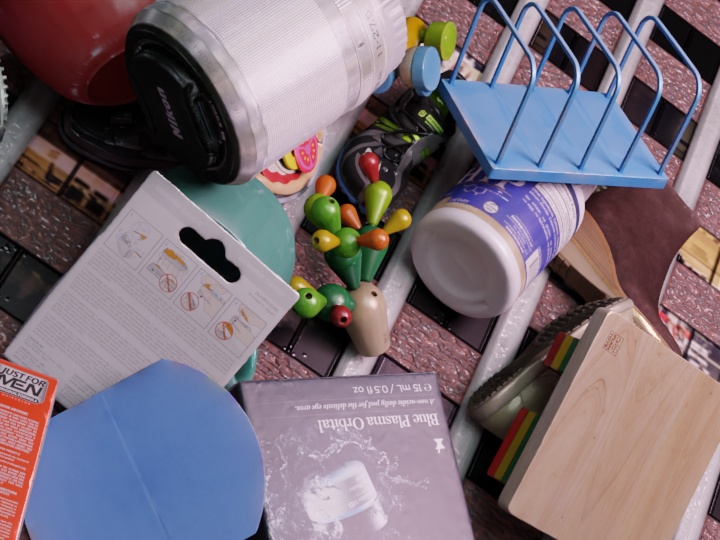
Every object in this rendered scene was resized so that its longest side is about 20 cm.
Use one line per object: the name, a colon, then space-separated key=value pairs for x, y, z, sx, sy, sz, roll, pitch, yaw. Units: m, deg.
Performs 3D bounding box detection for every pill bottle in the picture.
pill bottle: x=0.148 y=-0.057 z=1.683 sx=0.120 sy=0.120 sz=0.200 roll=46 pitch=51 yaw=-1

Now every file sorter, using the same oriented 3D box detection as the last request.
file sorter: x=0.202 y=-0.171 z=1.641 sx=0.198 sy=0.123 sz=0.139 roll=2 pitch=41 yaw=-26

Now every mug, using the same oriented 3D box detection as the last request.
mug: x=-0.136 y=-0.003 z=1.489 sx=0.151 sy=0.186 sz=0.115 roll=25 pitch=35 yaw=6

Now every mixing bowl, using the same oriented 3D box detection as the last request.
mixing bowl: x=-0.215 y=-0.214 z=1.502 sx=0.199 sy=0.200 sz=0.109 roll=-17 pitch=70 yaw=-35

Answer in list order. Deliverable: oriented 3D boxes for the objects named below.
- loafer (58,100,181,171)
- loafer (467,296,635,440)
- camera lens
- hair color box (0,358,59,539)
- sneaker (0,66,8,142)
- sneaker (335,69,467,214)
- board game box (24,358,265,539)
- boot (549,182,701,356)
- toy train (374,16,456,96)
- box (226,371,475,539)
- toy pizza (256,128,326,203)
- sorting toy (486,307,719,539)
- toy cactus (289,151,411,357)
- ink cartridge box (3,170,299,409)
loafer: x=-0.172 y=-0.125 z=1.571 sx=0.198 sy=0.063 sz=0.073 roll=14 pitch=59 yaw=-23
loafer: x=0.189 y=0.097 z=1.652 sx=0.199 sy=0.076 sz=0.069 roll=-36 pitch=101 yaw=-18
camera lens: x=-0.080 y=-0.178 z=1.414 sx=0.199 sy=0.160 sz=0.160 roll=-36 pitch=86 yaw=-26
hair color box: x=-0.293 y=0.180 z=1.322 sx=0.061 sy=0.101 sz=0.202 roll=21 pitch=56 yaw=-18
sneaker: x=-0.376 y=-0.186 z=1.490 sx=0.099 sy=0.070 sz=0.201 roll=-19 pitch=72 yaw=-28
sneaker: x=0.042 y=-0.131 z=1.684 sx=0.071 sy=0.083 sz=0.200 roll=42 pitch=53 yaw=-6
board game box: x=-0.173 y=0.170 z=1.392 sx=0.199 sy=0.039 sz=0.159 roll=-28 pitch=81 yaw=1
boot: x=0.297 y=-0.005 z=1.759 sx=0.166 sy=0.072 sz=0.200 roll=-35 pitch=78 yaw=-26
toy train: x=0.044 y=-0.234 z=1.705 sx=0.115 sy=0.085 sz=0.200 roll=8 pitch=35 yaw=22
box: x=-0.020 y=0.199 z=1.458 sx=0.195 sy=0.117 sz=0.202 roll=-1 pitch=67 yaw=-30
toy pizza: x=-0.079 y=-0.162 z=1.559 sx=0.200 sy=0.031 sz=0.203 roll=21 pitch=66 yaw=-55
sorting toy: x=0.227 y=0.159 z=1.602 sx=0.198 sy=0.069 sz=0.201 roll=32 pitch=84 yaw=-33
toy cactus: x=0.000 y=0.000 z=1.559 sx=0.201 sy=0.101 sz=0.166 roll=-72 pitch=149 yaw=-54
ink cartridge box: x=-0.171 y=0.042 z=1.422 sx=0.162 sy=0.050 sz=0.200 roll=40 pitch=95 yaw=-5
